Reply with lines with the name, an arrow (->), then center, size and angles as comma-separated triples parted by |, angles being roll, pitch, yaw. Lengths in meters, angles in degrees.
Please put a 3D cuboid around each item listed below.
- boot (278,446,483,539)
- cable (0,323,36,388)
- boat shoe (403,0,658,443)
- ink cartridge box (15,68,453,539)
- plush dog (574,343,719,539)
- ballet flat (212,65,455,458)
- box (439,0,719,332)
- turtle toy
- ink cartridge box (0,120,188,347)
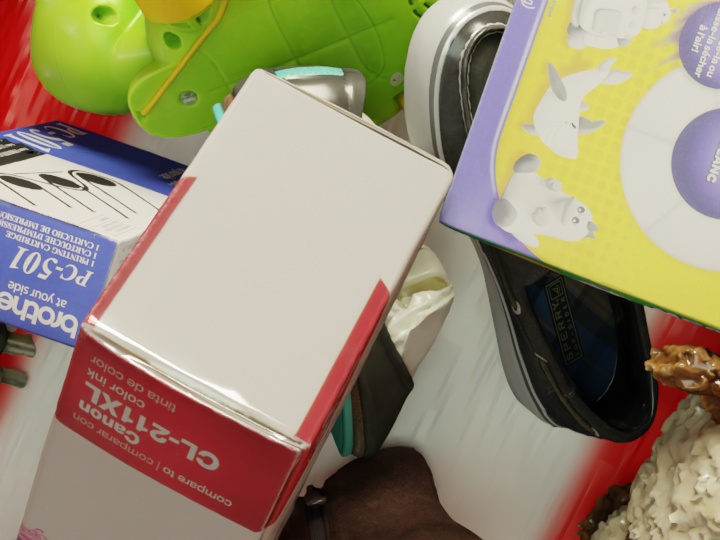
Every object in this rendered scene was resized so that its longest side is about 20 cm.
boot -> -0.031, 0.164, 0.785 | 0.199, 0.166, 0.073 | -31, 117, -3
cable -> -0.221, 0.013, 0.825 | 0.198, 0.050, 0.098 | 18, 116, -24
boat shoe -> 0.075, -0.014, 0.765 | 0.070, 0.066, 0.202 | -29, 120, -23
ink cartridge box -> -0.055, 0.055, 0.699 | 0.082, 0.146, 0.201 | 27, 135, 2
plush dog -> 0.141, 0.116, 0.746 | 0.159, 0.201, 0.172 | 20, 122, -20
ballet flat -> 0.000, 0.000, 0.782 | 0.068, 0.068, 0.201 | -21, 135, -3
box -> 0.139, -0.036, 0.687 | 0.198, 0.048, 0.118 | 20, 100, 5
turtle toy -> -0.042, -0.109, 0.784 | 0.198, 0.102, 0.146 | -19, 135, 10
ink cartridge box -> -0.115, -0.019, 0.764 | 0.093, 0.200, 0.045 | 19, 100, 6
